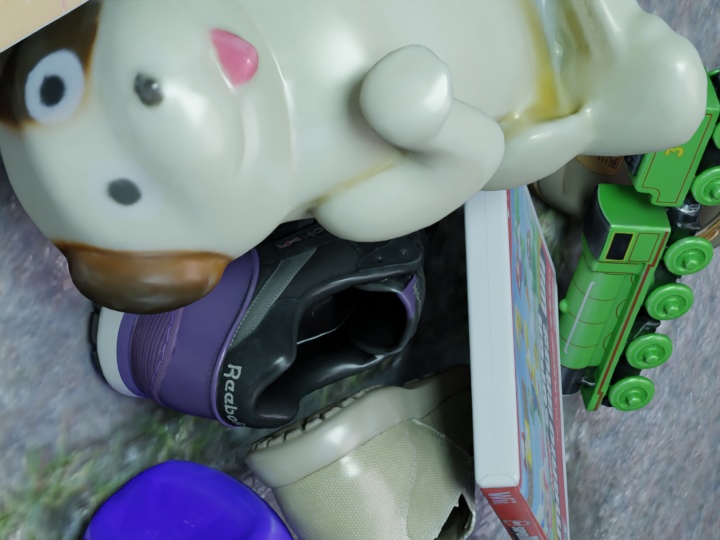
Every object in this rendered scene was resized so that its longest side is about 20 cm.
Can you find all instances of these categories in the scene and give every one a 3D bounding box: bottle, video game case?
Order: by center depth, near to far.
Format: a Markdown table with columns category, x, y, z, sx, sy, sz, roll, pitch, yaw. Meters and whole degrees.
| category | x | y | z | sx | sy | sz | roll | pitch | yaw |
| --- | --- | --- | --- | --- | --- | --- | --- | --- | --- |
| bottle | -0.046 | 0.165 | 0.861 | 0.065 | 0.083 | 0.201 | -40 | 135 | -27 |
| video game case | 0.064 | 0.038 | 0.899 | 0.200 | 0.017 | 0.144 | 58 | 29 | -69 |

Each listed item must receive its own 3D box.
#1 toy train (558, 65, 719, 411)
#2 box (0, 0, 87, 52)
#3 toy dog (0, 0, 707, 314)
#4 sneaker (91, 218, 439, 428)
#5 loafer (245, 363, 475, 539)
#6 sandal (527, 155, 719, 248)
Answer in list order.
| category | x | y | z | sx | sy | sz | roll | pitch | yaw |
| --- | --- | --- | --- | --- | --- | --- | --- | --- | --- |
| toy train | 0.123 | -0.010 | 0.992 | 0.056 | 0.042 | 0.201 | 2 | 134 | -15 |
| box | -0.088 | -0.170 | 0.609 | 0.200 | 0.106 | 0.153 | -38 | 135 | -37 |
| toy dog | -0.025 | -0.070 | 0.727 | 0.199 | 0.193 | 0.140 | -23 | 99 | -34 |
| sneaker | 0.000 | 0.000 | 0.835 | 0.200 | 0.087 | 0.076 | -39 | 135 | -37 |
| loafer | 0.011 | 0.081 | 0.863 | 0.069 | 0.075 | 0.200 | 69 | 17 | 5 |
| sandal | 0.144 | -0.043 | 1.039 | 0.200 | 0.054 | 0.081 | 13 | 97 | -56 |
